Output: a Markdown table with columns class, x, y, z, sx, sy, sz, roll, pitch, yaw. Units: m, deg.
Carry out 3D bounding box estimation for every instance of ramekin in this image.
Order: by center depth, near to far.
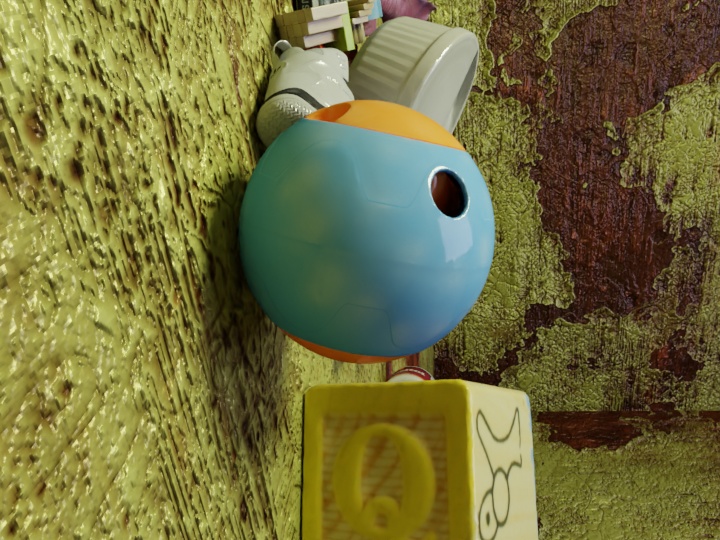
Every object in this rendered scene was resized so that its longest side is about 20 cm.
| class | x | y | z | sx | sy | sz | roll | pitch | yaw |
| --- | --- | --- | --- | --- | --- | --- | --- | --- | --- |
| ramekin | 0.050 | -0.195 | 0.726 | 0.203 | 0.094 | 0.203 | -52 | 162 | -24 |

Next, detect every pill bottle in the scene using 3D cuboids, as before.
| class | x | y | z | sx | sy | sz | roll | pitch | yaw |
| --- | --- | --- | --- | --- | --- | --- | --- | --- | --- |
| pill bottle | 0.101 | 0.256 | 1.265 | 0.200 | 0.111 | 0.115 | 13 | 75 | -81 |

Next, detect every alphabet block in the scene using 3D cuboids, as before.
| class | x | y | z | sx | sy | sz | roll | pitch | yaw |
| --- | --- | --- | --- | --- | --- | --- | --- | --- | --- |
| alphabet block | 0.069 | 0.223 | 0.678 | 0.199 | 0.194 | 0.198 | 23 | 62 | -56 |

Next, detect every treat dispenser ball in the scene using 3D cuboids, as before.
| class | x | y | z | sx | sy | sz | roll | pitch | yaw |
| --- | --- | --- | --- | --- | --- | --- | --- | --- | --- |
| treat dispenser ball | 0.004 | -0.029 | 0.490 | 0.201 | 0.198 | 0.204 | -2 | 90 | -80 |

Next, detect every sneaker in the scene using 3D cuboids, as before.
| class | x | y | z | sx | sy | sz | roll | pitch | yaw |
| --- | --- | --- | --- | --- | --- | --- | --- | --- | --- |
| sneaker | -0.011 | -0.143 | 0.607 | 0.199 | 0.075 | 0.116 | 23 | 51 | -37 |

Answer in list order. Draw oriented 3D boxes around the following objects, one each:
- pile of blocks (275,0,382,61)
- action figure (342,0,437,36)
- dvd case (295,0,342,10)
| class | x | y | z | sx | sy | sz | roll | pitch | yaw |
| --- | --- | --- | --- | --- | --- | --- | --- | --- | --- |
| pile of blocks | -0.014 | -0.257 | 0.672 | 0.200 | 0.081 | 0.063 | -50 | 134 | -55 |
| action figure | 0.036 | -0.404 | 0.936 | 0.199 | 0.148 | 0.136 | -15 | 95 | -48 |
| dvd case | -0.046 | -0.294 | 0.788 | 0.200 | 0.024 | 0.152 | -57 | 144 | -73 |
